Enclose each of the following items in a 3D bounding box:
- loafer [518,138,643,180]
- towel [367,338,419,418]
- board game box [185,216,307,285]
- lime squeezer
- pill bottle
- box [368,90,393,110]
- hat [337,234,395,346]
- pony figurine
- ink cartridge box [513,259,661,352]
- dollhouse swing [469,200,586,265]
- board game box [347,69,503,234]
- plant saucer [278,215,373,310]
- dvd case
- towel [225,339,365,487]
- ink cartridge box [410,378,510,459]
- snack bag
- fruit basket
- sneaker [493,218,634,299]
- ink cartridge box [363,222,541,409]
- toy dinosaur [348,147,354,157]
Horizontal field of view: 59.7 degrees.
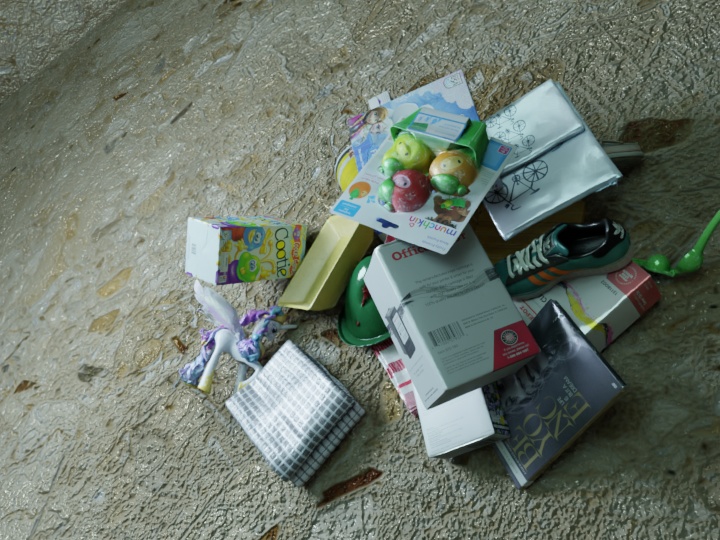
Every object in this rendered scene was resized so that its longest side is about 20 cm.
[{"bbox_3d":[0.325,-0.174,0.939,0.198,0.072,0.063,-13,78,-7],"label":"loafer"},{"bbox_3d":[0.094,0.113,0.988,0.144,0.023,0.200,-39,46,5],"label":"towel"},{"bbox_3d":[-0.209,-0.041,1.162,0.103,0.199,0.106,16,106,40],"label":"board game box"},{"bbox_3d":[0.405,-0.023,0.833,0.038,0.071,0.200,-36,5,-34],"label":"lime squeezer"},{"bbox_3d":[0.033,-0.140,1.138,0.112,0.112,0.201,-36,47,9],"label":"pill bottle"},{"bbox_3d":[0.075,-0.227,1.107,0.038,0.200,0.042,-24,50,15],"label":"box"},{"bbox_3d":[0.000,0.000,1.000,0.199,0.176,0.166,-30,36,15],"label":"hat"},{"bbox_3d":[-0.235,0.127,1.127,0.192,0.167,0.201,26,70,3],"label":"pony figurine"},{"bbox_3d":[0.286,0.056,0.854,0.200,0.067,0.117,-45,45,9],"label":"ink cartridge box"},{"bbox_3d":[0.215,-0.080,0.948,0.175,0.181,0.201,-6,56,45],"label":"dollhouse swing"},{"bbox_3d":[0.090,-0.180,0.946,0.198,0.043,0.201,-20,61,15],"label":"board game box"},{"bbox_3d":[-0.054,-0.009,1.111,0.201,0.048,0.200,-60,18,-12],"label":"plant saucer"},{"bbox_3d":[0.227,0.159,0.806,0.201,0.016,0.149,-57,41,28],"label":"dvd case"},{"bbox_3d":[-0.112,0.221,1.012,0.166,0.086,0.200,-50,46,-6],"label":"towel"},{"bbox_3d":[0.127,0.148,0.876,0.109,0.050,0.201,-31,56,32],"label":"ink cartridge box"},{"bbox_3d":[0.242,-0.159,0.902,0.188,0.021,0.201,-29,60,14],"label":"snack bag"},{"bbox_3d":[0.081,-0.127,0.832,0.184,0.094,0.200,23,58,30],"label":"fruit basket"},{"bbox_3d":[0.249,-0.021,0.827,0.199,0.080,0.072,-21,51,29],"label":"sneaker"},{"bbox_3d":[0.112,0.053,0.808,0.144,0.084,0.201,-17,67,-21],"label":"ink cartridge box"},{"bbox_3d":[0.117,-0.199,1.082,0.200,0.181,0.106,36,117,31],"label":"toy dinosaur"}]
